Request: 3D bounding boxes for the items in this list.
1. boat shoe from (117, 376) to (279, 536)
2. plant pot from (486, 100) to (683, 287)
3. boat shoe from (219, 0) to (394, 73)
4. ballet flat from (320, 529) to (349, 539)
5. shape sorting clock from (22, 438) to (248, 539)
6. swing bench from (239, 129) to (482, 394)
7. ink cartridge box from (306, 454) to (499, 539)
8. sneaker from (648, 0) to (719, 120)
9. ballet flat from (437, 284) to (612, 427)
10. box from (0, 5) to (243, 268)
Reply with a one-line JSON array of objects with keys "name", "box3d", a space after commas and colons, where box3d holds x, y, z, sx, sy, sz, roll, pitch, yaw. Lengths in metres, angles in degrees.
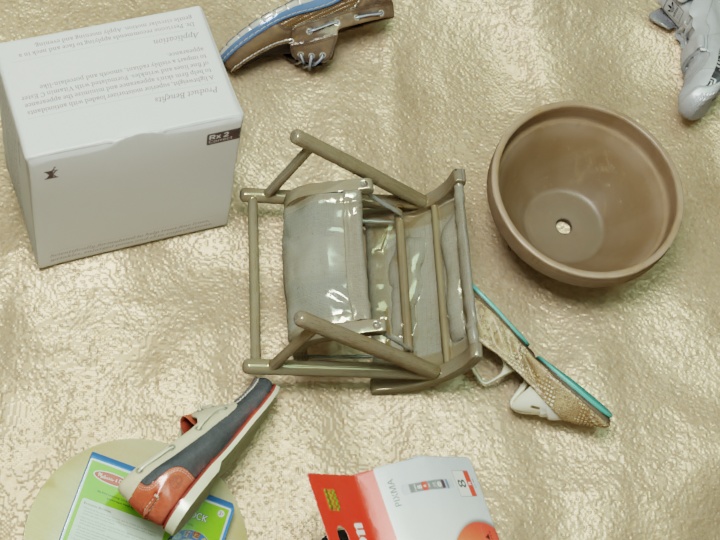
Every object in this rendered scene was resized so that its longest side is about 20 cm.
[{"name": "boat shoe", "box3d": [-0.137, 0.152, 1.270, 0.062, 0.071, 0.200, 32, 42, 8]}, {"name": "plant pot", "box3d": [0.219, -0.064, 1.455, 0.199, 0.093, 0.202, 4, 64, -8]}, {"name": "boat shoe", "box3d": [-0.053, -0.251, 1.505, 0.199, 0.072, 0.073, -29, 96, -6]}, {"name": "ballet flat", "box3d": [0.021, 0.312, 1.238, 0.073, 0.073, 0.201, -16, 65, -18]}, {"name": "shape sorting clock", "box3d": [-0.195, 0.245, 1.253, 0.199, 0.039, 0.201, 6, 69, -16]}, {"name": "swing bench", "box3d": [0.000, 0.000, 1.358, 0.199, 0.130, 0.200, 12, 60, -27]}, {"name": "ink cartridge box", "box3d": [0.053, 0.239, 1.236, 0.200, 0.050, 0.163, 14, 50, -54]}, {"name": "sneaker", "box3d": [0.369, -0.256, 1.591, 0.115, 0.075, 0.200, 32, 58, 7]}, {"name": "ballet flat", "box3d": [0.153, 0.097, 1.388, 0.200, 0.071, 0.065, 43, 92, 15]}, {"name": "box", "box3d": [-0.227, -0.122, 1.340, 0.198, 0.200, 0.131, -14, 65, -17]}]
